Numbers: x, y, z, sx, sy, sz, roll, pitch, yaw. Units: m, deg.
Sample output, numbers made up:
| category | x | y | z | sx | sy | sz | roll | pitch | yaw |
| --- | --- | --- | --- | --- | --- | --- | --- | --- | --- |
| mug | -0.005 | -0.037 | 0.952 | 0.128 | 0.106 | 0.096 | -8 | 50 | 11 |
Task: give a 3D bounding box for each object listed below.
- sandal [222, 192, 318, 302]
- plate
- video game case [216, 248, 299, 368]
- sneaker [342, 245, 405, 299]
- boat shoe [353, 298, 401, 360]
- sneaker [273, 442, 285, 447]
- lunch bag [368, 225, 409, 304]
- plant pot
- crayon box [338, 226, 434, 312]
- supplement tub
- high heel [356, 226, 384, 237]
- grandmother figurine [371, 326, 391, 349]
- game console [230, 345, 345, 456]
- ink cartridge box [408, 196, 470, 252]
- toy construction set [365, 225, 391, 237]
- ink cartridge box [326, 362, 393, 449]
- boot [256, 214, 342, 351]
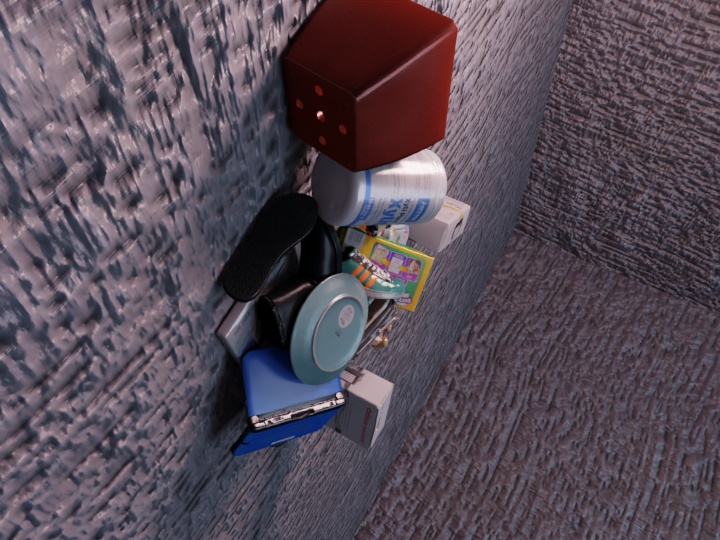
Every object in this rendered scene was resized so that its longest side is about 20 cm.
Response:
| category | x | y | z | sx | sy | sz | roll | pitch | yaw |
| --- | --- | --- | --- | --- | --- | --- | --- | --- | --- |
| sandal | -0.140 | -0.040 | 0.972 | 0.201 | 0.075 | 0.048 | -52 | -176 | -19 |
| plate | -0.043 | 0.105 | 1.087 | 0.199 | 0.025 | 0.203 | -26 | 125 | -44 |
| video game case | -0.161 | 0.065 | 1.090 | 0.202 | 0.023 | 0.183 | -60 | 161 | -23 |
| sneaker | 0.000 | 0.000 | 1.218 | 0.071 | 0.197 | 0.081 | -130 | -126 | -71 |
| boat shoe | 0.003 | 0.136 | 1.262 | 0.200 | 0.057 | 0.067 | -47 | -157 | 1 |
| sneaker | -0.125 | 0.244 | 1.238 | 0.201 | 0.075 | 0.079 | -56 | 171 | -1 |
| lunch bag | 0.041 | -0.020 | 1.476 | 0.160 | 0.076 | 0.203 | -22 | 133 | -67 |
| plant pot | 0.001 | -0.263 | 0.911 | 0.176 | 0.199 | 0.202 | -42 | 152 | -28 |
| crayon box | 0.038 | -0.005 | 1.293 | 0.058 | 0.197 | 0.120 | -131 | -118 | -72 |
| supplement tub | 0.030 | -0.140 | 1.042 | 0.198 | 0.132 | 0.134 | -4 | 121 | -36 |
| high heel | 0.006 | -0.028 | 1.363 | 0.202 | 0.067 | 0.096 | -61 | 152 | -3 |
| grandmother figurine | -0.021 | 0.103 | 1.341 | 0.199 | 0.060 | 0.123 | 34 | 54 | -35 |
| game console | -0.136 | 0.222 | 1.132 | 0.198 | 0.119 | 0.171 | -7 | 148 | -38 |
| ink cartridge box | 0.179 | -0.133 | 1.616 | 0.200 | 0.146 | 0.087 | -37 | 147 | -58 |
| toy construction set | 0.016 | -0.144 | 1.215 | 0.091 | 0.132 | 0.200 | -34 | 167 | 3 |
| ink cartridge box | -0.035 | 0.286 | 1.426 | 0.083 | 0.198 | 0.147 | -44 | 152 | -48 |
| boot | -0.104 | 0.020 | 1.049 | 0.162 | 0.073 | 0.201 | -36 | 131 | -37 |
